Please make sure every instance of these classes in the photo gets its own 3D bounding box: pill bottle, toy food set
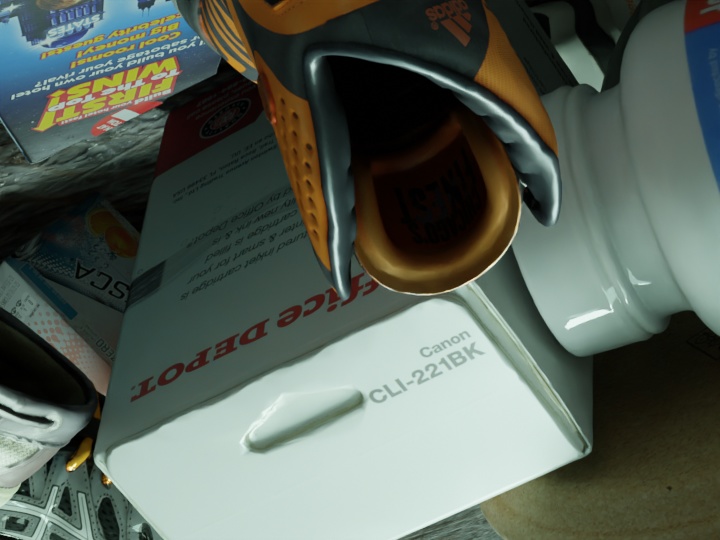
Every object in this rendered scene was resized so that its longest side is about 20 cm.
[{"bbox_3d":[0.146,-0.041,0.818,0.199,0.113,0.112,-18,169,18],"label":"pill bottle"},{"bbox_3d":[0.132,0.039,0.892,0.198,0.049,0.200,-39,-155,-24],"label":"toy food set"}]

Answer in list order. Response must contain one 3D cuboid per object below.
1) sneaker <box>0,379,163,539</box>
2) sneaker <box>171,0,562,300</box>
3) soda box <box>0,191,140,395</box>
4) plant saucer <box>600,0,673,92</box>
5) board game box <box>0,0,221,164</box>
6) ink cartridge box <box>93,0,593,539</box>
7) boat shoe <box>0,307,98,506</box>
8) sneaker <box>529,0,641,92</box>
[{"bbox_3d":[-0.100,0.068,0.935,0.077,0.079,0.200,-34,125,30],"label":"sneaker"},{"bbox_3d":[0.000,-0.042,0.631,0.077,0.113,0.200,-22,167,5],"label":"sneaker"},{"bbox_3d":[-0.143,0.058,1.112,0.064,0.068,0.200,-41,174,-47],"label":"soda box"},{"bbox_3d":[0.154,-0.094,0.945,0.200,0.050,0.201,-30,-150,20],"label":"plant saucer"},{"bbox_3d":[-0.043,-0.100,0.719,0.199,0.062,0.200,-18,168,-16],"label":"board game box"},{"bbox_3d":[0.000,0.000,0.918,0.144,0.084,0.200,-26,-150,22],"label":"ink cartridge box"},{"bbox_3d":[-0.153,0.003,0.808,0.065,0.072,0.200,-36,130,8],"label":"boat shoe"},{"bbox_3d":[0.075,-0.024,1.090,0.080,0.074,0.201,-2,117,-31],"label":"sneaker"}]
